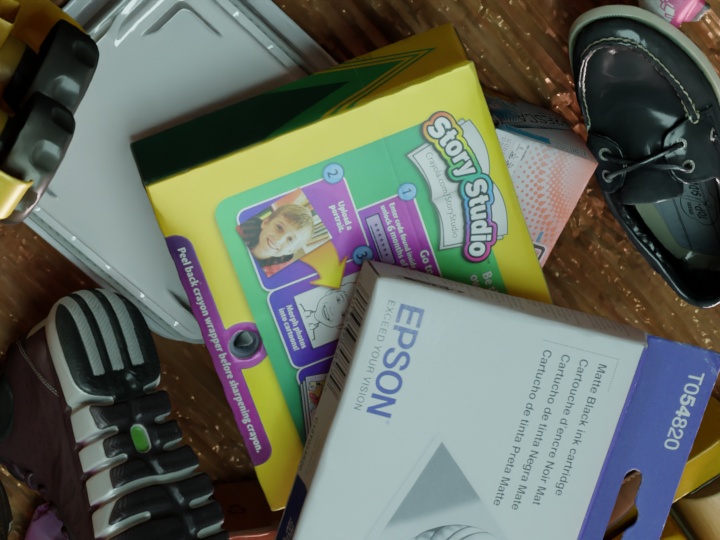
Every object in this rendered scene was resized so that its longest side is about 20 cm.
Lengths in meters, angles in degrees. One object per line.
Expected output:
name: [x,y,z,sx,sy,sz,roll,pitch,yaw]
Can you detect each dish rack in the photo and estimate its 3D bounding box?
dish rack: [-0.087,-0.057,1.518,0.172,0.044,0.200,-43,122,8]

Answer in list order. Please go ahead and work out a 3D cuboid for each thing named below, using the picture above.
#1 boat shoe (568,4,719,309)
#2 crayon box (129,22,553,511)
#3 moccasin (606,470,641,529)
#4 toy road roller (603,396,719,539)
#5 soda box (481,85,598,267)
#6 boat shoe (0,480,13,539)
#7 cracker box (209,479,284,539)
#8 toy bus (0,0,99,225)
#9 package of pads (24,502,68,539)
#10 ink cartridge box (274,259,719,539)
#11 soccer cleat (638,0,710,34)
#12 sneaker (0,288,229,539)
boat shoe: [0.157,-0.053,1.570,0.074,0.066,0.200,-4,139,18]
crayon box: [0.000,0.000,1.506,0.172,0.058,0.200,-21,118,-3]
moccasin: [0.081,0.106,1.586,0.201,0.074,0.078,-13,121,-31]
toy road roller: [0.174,0.183,1.686,0.200,0.146,0.123,-35,124,2]
soda box: [0.046,0.003,1.588,0.068,0.064,0.200,17,111,-27]
boat shoe: [-0.240,0.082,1.527,0.070,0.070,0.200,-33,122,8]
cracker box: [-0.045,0.212,1.677,0.134,0.058,0.200,-6,119,-18]
toy bus: [-0.226,-0.045,1.382,0.136,0.200,0.192,30,112,-12]
package of pads: [-0.152,0.236,1.615,0.076,0.121,0.200,4,117,-35]
ink cartridge box: [0.068,0.112,1.498,0.200,0.041,0.200,14,103,-16]
soccer cleat: [0.176,-0.217,1.517,0.086,0.070,0.200,27,113,-4]
sneaker: [-0.136,0.117,1.538,0.076,0.115,0.200,-7,79,-40]
